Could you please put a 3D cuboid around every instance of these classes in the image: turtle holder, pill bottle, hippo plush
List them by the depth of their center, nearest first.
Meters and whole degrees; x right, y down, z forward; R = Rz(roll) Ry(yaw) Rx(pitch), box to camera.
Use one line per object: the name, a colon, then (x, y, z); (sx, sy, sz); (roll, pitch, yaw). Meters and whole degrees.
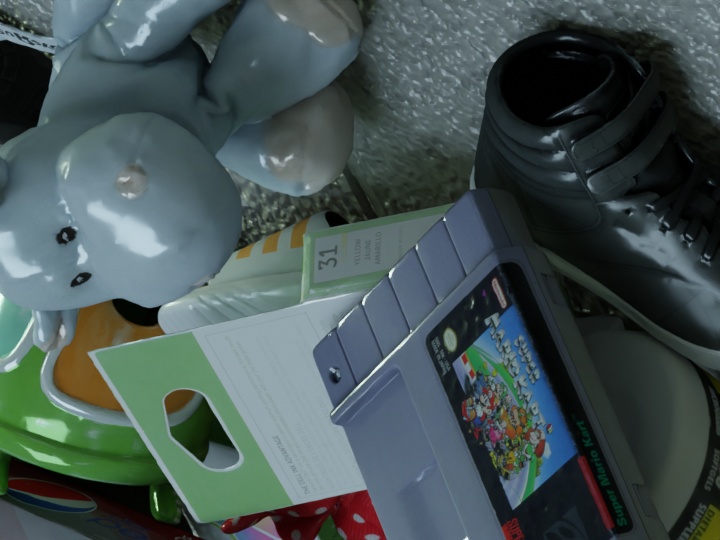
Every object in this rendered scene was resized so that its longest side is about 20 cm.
hippo plush: (-0.109, -0.067, 1.180); (0.199, 0.161, 0.160); (-1, 125, 26)
pill bottle: (0.152, 0.116, 1.199); (0.114, 0.115, 0.200); (-1, 154, 47)
turtle holder: (-0.134, 0.037, 1.415); (0.140, 0.132, 0.186); (14, -169, 1)

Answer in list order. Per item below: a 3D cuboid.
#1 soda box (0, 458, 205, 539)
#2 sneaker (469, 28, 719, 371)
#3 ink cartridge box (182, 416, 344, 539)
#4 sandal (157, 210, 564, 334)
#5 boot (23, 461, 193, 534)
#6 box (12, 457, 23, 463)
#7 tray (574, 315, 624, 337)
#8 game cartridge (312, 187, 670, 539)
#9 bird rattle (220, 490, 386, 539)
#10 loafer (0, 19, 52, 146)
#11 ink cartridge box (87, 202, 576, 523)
soda box: (-0.131, 0.150, 1.366); (0.199, 0.070, 0.064); (20, 101, 27)
sneaker: (0.125, -0.027, 1.114); (0.199, 0.071, 0.099); (27, 154, 24)
ink cartridge box: (-0.051, 0.102, 1.487); (0.103, 0.059, 0.200); (13, 142, 37)
sandal: (0.004, 0.005, 1.309); (0.206, 0.059, 0.079); (-12, 136, 27)
boot: (-0.161, 0.111, 1.592); (0.200, 0.073, 0.151); (52, 167, 11)
box: (-0.184, 0.150, 1.518); (0.200, 0.049, 0.160); (49, 167, 9)
tray: (0.076, 0.095, 1.267); (0.107, 0.022, 0.200); (-8, 139, 6)
game cartridge: (0.053, 0.082, 1.121); (0.130, 0.038, 0.201); (-50, 53, 44)
bird rattle: (0.038, 0.126, 1.389); (0.162, 0.113, 0.201); (-8, 127, 27)
loafer: (-0.174, -0.069, 1.367); (0.199, 0.073, 0.071); (29, 148, 15)
ink cartridge box: (-0.003, 0.043, 1.258); (0.199, 0.048, 0.146); (-10, 139, 15)
